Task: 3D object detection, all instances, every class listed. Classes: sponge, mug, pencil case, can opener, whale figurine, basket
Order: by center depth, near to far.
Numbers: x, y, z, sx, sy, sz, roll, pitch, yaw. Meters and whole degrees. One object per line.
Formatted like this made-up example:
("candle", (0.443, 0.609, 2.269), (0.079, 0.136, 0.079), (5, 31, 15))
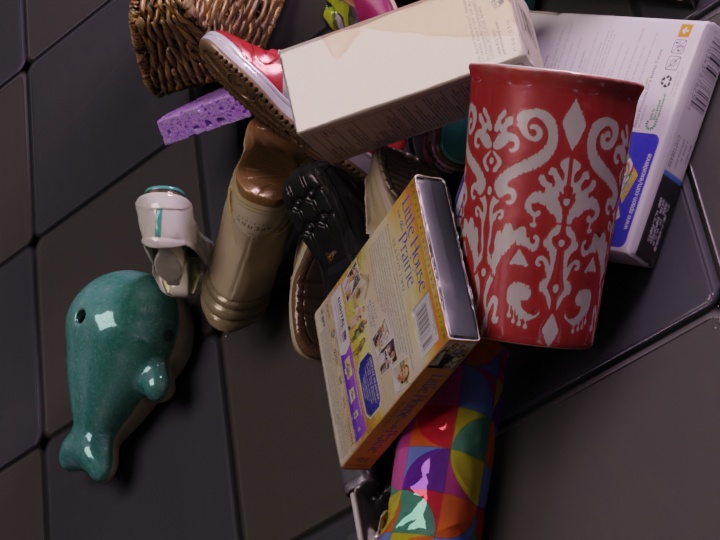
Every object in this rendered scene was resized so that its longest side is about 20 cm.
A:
("mug", (0.140, -0.049, 1.464), (0.132, 0.177, 0.202), (7, 93, 10))
("pencil case", (0.062, 0.144, 1.500), (0.088, 0.088, 0.202), (-7, 61, 42))
("can opener", (-0.005, 0.179, 1.571), (0.067, 0.053, 0.201), (-34, 47, 26))
("sponge", (-0.087, -0.168, 1.806), (0.199, 0.111, 0.030), (-12, 103, 40))
("whale figurine", (-0.240, 0.095, 1.810), (0.158, 0.103, 0.202), (14, 79, 47))
("basket", (-0.165, -0.292, 1.895), (0.148, 0.143, 0.201), (-6, 53, 41))

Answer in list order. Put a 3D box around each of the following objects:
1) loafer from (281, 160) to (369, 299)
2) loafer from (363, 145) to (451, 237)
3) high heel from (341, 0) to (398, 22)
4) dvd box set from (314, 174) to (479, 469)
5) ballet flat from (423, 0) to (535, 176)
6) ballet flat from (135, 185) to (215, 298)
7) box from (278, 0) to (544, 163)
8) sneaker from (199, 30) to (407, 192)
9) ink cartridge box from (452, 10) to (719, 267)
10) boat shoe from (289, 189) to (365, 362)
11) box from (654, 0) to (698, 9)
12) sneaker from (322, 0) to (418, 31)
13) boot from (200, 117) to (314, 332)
("loafer", (0.000, 0.000, 1.624), (0.068, 0.070, 0.202), (-27, 83, 34))
("loafer", (0.037, -0.027, 1.575), (0.069, 0.075, 0.201), (-55, 29, 30))
("high heel", (-0.031, -0.246, 1.714), (0.096, 0.068, 0.201), (-31, 53, -1))
("dvd box set", (0.024, 0.043, 1.484), (0.200, 0.029, 0.147), (126, 141, -47))
("ballet flat", (0.093, -0.175, 1.665), (0.071, 0.069, 0.202), (-7, 63, 64))
("ballet flat", (-0.168, -0.011, 1.743), (0.069, 0.200, 0.070), (-2, 70, 5))
("box", (0.044, -0.162, 1.558), (0.198, 0.095, 0.079), (-17, 73, 13))
("sneaker", (-0.036, -0.169, 1.669), (0.113, 0.199, 0.071), (-53, 3, -13))
("ink cartridge box", (0.182, -0.110, 1.552), (0.199, 0.047, 0.199), (11, 79, 49))
("boat shoe", (-0.030, -0.006, 1.697), (0.076, 0.071, 0.202), (-37, 36, 57))
("box", (0.219, -0.332, 1.590), (0.192, 0.047, 0.202), (16, 80, 25))
("sneaker", (0.051, -0.291, 1.770), (0.081, 0.074, 0.201), (32, 90, 26))
("boot", (-0.091, -0.046, 1.754), (0.200, 0.072, 0.157), (-76, 3, -63))
